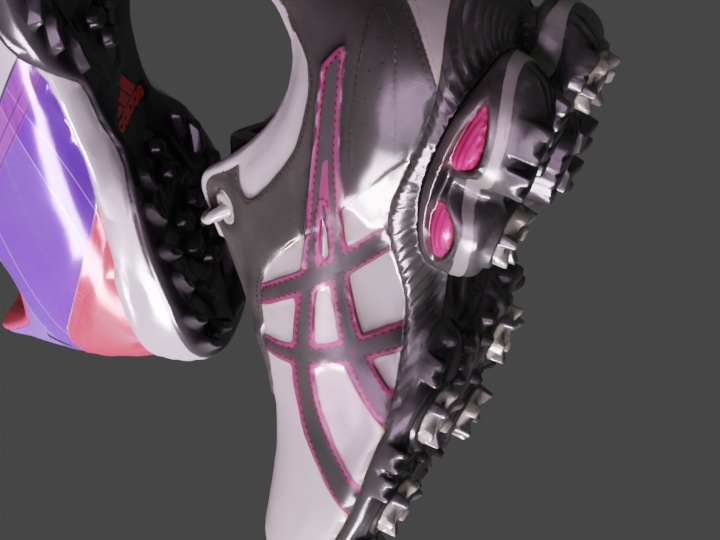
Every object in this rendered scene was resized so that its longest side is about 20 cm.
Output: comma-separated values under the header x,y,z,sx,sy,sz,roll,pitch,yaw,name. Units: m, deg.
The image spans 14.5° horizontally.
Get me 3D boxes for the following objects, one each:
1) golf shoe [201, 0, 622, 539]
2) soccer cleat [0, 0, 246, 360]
x,y,z,sx,sy,sz,roll,pitch,yaw,name
0.000,0.000,0.754,0.088,0.077,0.201,26,125,11,golf shoe
-0.091,-0.056,0.731,0.073,0.068,0.200,-2,130,23,soccer cleat
